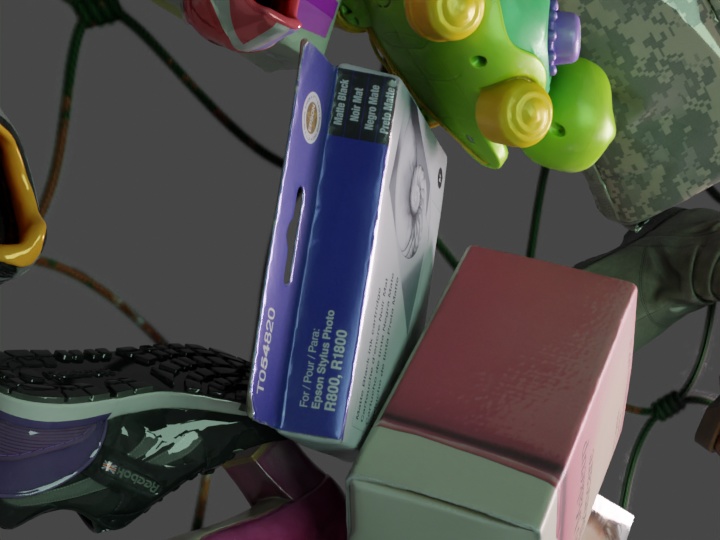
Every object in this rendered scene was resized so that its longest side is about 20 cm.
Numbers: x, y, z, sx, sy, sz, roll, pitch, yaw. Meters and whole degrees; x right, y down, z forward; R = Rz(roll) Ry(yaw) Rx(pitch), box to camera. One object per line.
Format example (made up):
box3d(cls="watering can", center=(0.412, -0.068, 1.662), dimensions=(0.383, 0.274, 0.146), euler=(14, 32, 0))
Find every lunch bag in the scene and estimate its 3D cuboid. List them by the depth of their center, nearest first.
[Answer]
box3d(cls="lunch bag", center=(0.185, -0.147, 1.035), dimensions=(0.167, 0.139, 0.201), euler=(-37, 113, -13))

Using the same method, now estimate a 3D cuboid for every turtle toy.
box3d(cls="turtle toy", center=(0.074, -0.129, 0.930), dimensions=(0.101, 0.146, 0.200), euler=(-45, 118, -13))

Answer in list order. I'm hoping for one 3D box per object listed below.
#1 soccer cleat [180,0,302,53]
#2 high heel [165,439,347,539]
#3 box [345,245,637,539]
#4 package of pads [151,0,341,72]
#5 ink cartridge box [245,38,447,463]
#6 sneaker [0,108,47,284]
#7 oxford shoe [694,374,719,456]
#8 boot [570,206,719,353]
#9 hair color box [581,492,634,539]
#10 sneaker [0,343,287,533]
box3d(cls="soccer cleat", center=(-0.047, -0.208, 0.795), dimensions=(0.066, 0.076, 0.202), euler=(5, 90, -38))
box3d(cls="high heel", center=(-0.077, 0.177, 0.882), dimensions=(0.096, 0.067, 0.200), euler=(55, 46, -15))
box3d(cls="box", center=(0.078, 0.102, 0.914), dimensions=(0.200, 0.108, 0.128), euler=(-60, 156, -44))
box3d(cls="package of pads", center=(-0.082, -0.219, 0.858), dimensions=(0.199, 0.068, 0.155), euler=(27, 76, -37))
box3d(cls="ink cartridge box", center=(0.000, 0.000, 0.877), dimensions=(0.200, 0.040, 0.201), euler=(39, 58, -71))
box3d(cls="sneaker", center=(-0.205, -0.080, 0.759), dimensions=(0.078, 0.077, 0.201), euler=(-40, 114, -29))
box3d(cls="oxford shoe", center=(0.285, 0.079, 1.099), dimensions=(0.071, 0.071, 0.200), euler=(-41, 154, -21))
box3d(cls="boot", center=(0.207, 0.013, 1.062), dimensions=(0.200, 0.130, 0.068), euler=(-42, 113, -30))
box3d(cls="hair color box", center=(0.094, 0.227, 1.026), dimensions=(0.100, 0.060, 0.201), euler=(32, 72, -35))
box3d(cls="sneaker", center=(-0.119, 0.091, 0.854), dimensions=(0.199, 0.076, 0.088), euler=(3, 109, -38))
